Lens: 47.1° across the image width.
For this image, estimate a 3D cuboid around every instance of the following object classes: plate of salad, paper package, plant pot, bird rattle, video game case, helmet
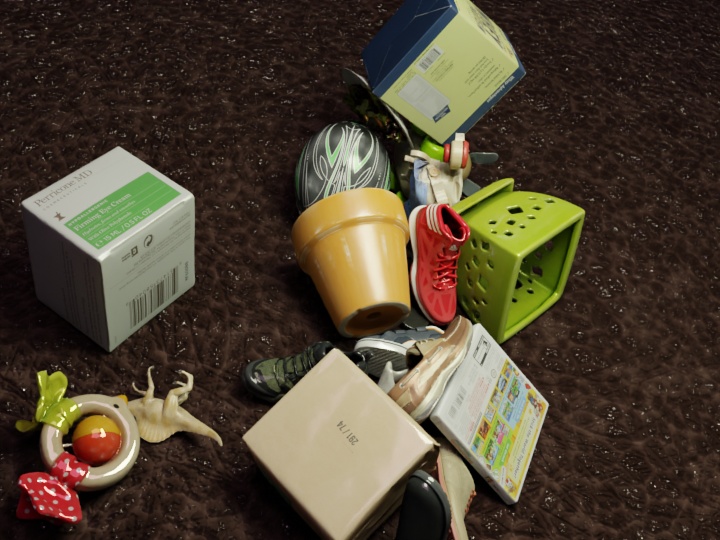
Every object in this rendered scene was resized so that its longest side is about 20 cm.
[{"bbox_3d":[0.024,-0.285,1.514,0.048,0.201,0.200,-41,60,-3],"label":"plate of salad"},{"bbox_3d":[-0.026,0.245,1.107,0.190,0.104,0.199,-41,64,-18],"label":"paper package"},{"bbox_3d":[0.000,0.000,1.352,0.195,0.201,0.187,-6,63,-20],"label":"plant pot"},{"bbox_3d":[-0.366,0.227,1.073,0.159,0.114,0.202,-4,48,-26],"label":"bird rattle"},{"bbox_3d":[0.197,0.209,1.234,0.182,0.023,0.201,48,43,-12],"label":"video game case"},{"bbox_3d":[0.246,-0.031,1.435,0.198,0.203,0.180,-30,51,-35],"label":"plant pot"},{"bbox_3d":[-0.033,-0.165,1.509,0.195,0.204,0.192,14,26,0],"label":"helmet"}]

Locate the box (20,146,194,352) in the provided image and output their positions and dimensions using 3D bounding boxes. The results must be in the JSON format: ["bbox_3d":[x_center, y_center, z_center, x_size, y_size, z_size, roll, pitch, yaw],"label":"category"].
[{"bbox_3d":[-0.377,-0.036,1.265,0.169,0.203,0.199,30,46,19],"label":"box"}]

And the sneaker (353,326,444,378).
[{"bbox_3d":[0.082,0.131,1.308,0.195,0.079,0.081,17,46,-13],"label":"sneaker"}]

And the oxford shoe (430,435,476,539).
[{"bbox_3d":[0.132,0.314,1.142,0.073,0.071,0.203,6,45,-16],"label":"oxford shoe"}]

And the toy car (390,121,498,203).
[{"bbox_3d":[0.169,-0.195,1.614,0.195,0.166,0.160,9,42,-24],"label":"toy car"}]

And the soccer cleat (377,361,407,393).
[{"bbox_3d":[0.121,0.180,1.251,0.194,0.089,0.070,3,22,-11],"label":"soccer cleat"}]

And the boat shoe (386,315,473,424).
[{"bbox_3d":[0.101,0.129,1.188,0.071,0.076,0.201,38,48,0],"label":"boat shoe"}]

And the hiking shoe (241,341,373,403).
[{"bbox_3d":[-0.080,0.140,1.237,0.194,0.102,0.077,0,44,-15],"label":"hiking shoe"}]

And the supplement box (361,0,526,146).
[{"bbox_3d":[0.142,-0.365,1.449,0.198,0.200,0.136,29,33,-33],"label":"supplement box"}]

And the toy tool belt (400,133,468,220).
[{"bbox_3d":[0.117,-0.150,1.450,0.119,0.202,0.127,6,51,1],"label":"toy tool belt"}]

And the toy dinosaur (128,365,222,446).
[{"bbox_3d":[-0.271,0.199,1.176,0.195,0.059,0.103,12,58,9],"label":"toy dinosaur"}]

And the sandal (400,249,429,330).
[{"bbox_3d":[0.083,0.018,1.445,0.073,0.046,0.203,-1,46,-15],"label":"sandal"}]

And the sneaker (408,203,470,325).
[{"bbox_3d":[0.133,-0.011,1.357,0.077,0.115,0.205,-14,91,-22],"label":"sneaker"}]

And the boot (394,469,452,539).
[{"bbox_3d":[0.030,0.364,1.001,0.065,0.168,0.199,20,40,36],"label":"boot"}]
